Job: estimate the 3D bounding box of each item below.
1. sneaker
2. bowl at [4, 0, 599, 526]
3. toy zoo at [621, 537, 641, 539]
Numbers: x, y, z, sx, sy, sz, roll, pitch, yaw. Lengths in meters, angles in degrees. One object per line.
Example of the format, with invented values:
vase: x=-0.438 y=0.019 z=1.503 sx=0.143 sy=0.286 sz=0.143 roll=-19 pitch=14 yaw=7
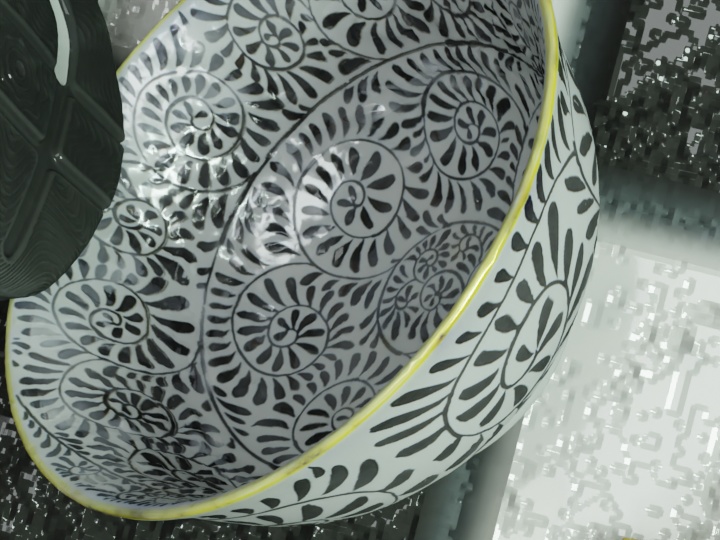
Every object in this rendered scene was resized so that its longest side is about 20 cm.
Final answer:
sneaker: x=-0.138 y=-0.059 z=0.840 sx=0.115 sy=0.076 sz=0.201 roll=-20 pitch=46 yaw=21
bowl: x=0.000 y=0.000 z=0.806 sx=0.201 sy=0.094 sz=0.201 roll=-26 pitch=45 yaw=29
toy zoo: x=0.096 y=0.160 z=0.788 sx=0.131 sy=0.020 sz=0.200 roll=20 pitch=80 yaw=43
